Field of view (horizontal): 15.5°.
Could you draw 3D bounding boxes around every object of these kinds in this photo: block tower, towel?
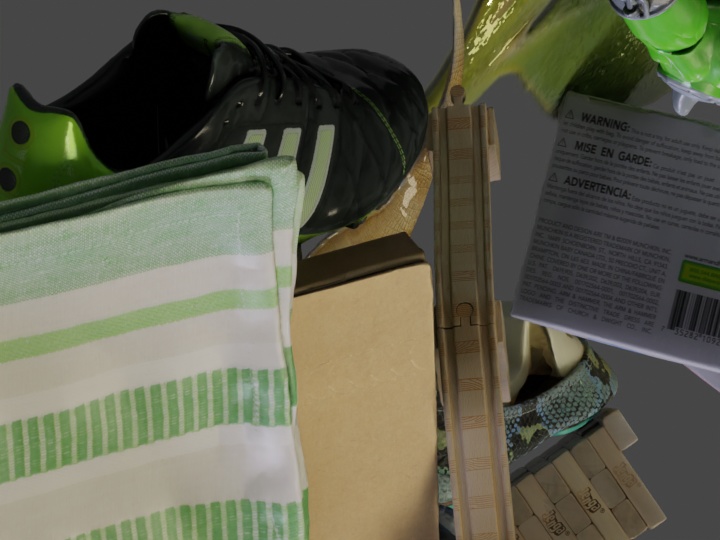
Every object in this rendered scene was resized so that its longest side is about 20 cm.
[{"bbox_3d":[0.051,0.143,1.237,0.199,0.058,0.054,-36,-179,-3],"label":"block tower"},{"bbox_3d":[-0.084,0.063,0.796,0.152,0.023,0.201,-15,129,-18],"label":"towel"}]

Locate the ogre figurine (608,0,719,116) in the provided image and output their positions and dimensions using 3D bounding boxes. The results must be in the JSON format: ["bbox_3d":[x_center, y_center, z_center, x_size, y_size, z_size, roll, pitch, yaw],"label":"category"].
[{"bbox_3d":[0.171,-0.148,1.080,0.200,0.098,0.120,-57,147,-34],"label":"ogre figurine"}]

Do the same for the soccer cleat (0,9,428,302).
[{"bbox_3d":[-0.040,-0.046,0.832,0.200,0.067,0.082,-27,138,-48],"label":"soccer cleat"}]

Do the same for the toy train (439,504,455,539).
[{"bbox_3d":[-0.036,0.165,1.103,0.200,0.114,0.085,-54,-179,13],"label":"toy train"}]

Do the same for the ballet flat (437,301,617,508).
[{"bbox_3d":[0.065,0.050,1.202,0.200,0.074,0.075,-32,153,-61],"label":"ballet flat"}]

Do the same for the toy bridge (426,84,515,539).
[{"bbox_3d":[0.039,0.028,0.913,0.067,0.027,0.201,74,12,-68],"label":"toy bridge"}]

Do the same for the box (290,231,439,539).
[{"bbox_3d":[-0.067,0.085,0.856,0.199,0.021,0.164,-15,123,-21],"label":"box"}]

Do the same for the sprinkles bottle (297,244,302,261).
[{"bbox_3d":[-0.032,0.065,0.934,0.068,0.068,0.201,-42,139,-25],"label":"sprinkles bottle"}]

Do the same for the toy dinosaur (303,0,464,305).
[{"bbox_3d":[0.000,0.000,0.993,0.200,0.058,0.101,-50,158,-7],"label":"toy dinosaur"}]

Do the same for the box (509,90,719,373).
[{"bbox_3d":[0.158,-0.007,1.207,0.200,0.112,0.102,14,91,-67],"label":"box"}]

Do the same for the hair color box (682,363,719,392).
[{"bbox_3d":[0.231,0.032,1.331,0.102,0.200,0.061,-59,158,16],"label":"hair color box"}]
